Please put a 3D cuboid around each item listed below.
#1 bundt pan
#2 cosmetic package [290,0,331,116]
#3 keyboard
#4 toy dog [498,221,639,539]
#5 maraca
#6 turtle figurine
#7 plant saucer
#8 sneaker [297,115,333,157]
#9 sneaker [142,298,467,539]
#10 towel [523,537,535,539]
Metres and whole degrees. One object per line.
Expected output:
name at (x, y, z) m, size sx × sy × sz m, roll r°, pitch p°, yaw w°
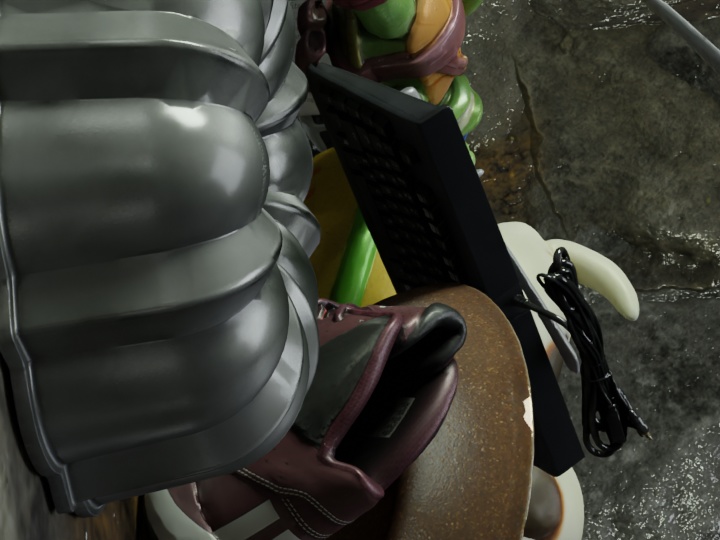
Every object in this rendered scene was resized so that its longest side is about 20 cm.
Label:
bundt pan at (-0.056, -0.030, 0.743) m, size 0.202 × 0.075 × 0.204 m, roll -5°, pitch 90°, yaw -84°
cosmetic package at (-0.015, -0.178, 1.161) m, size 0.085 × 0.107 × 0.202 m, roll -81°, pitch 167°, yaw -73°
keyboard at (0.048, 0.011, 0.961) m, size 0.021 × 0.127 × 0.201 m, roll -46°, pitch 136°, yaw -22°
toy dog at (0.055, 0.082, 1.300) m, size 0.140 × 0.192 × 0.201 m, roll 99°, pitch -15°, yaw -54°
maraca at (0.000, 0.000, 1.119) m, size 0.200 × 0.106 × 0.138 m, roll -71°, pitch 180°, yaw -69°
turtle figurine at (0.050, -0.106, 0.985) m, size 0.200 × 0.144 × 0.194 m, roll 43°, pitch -11°, yaw 41°
plant saucer at (-0.007, 0.095, 0.929) m, size 0.200 × 0.036 × 0.202 m, roll -44°, pitch -144°, yaw 44°
sneaker at (-0.021, -0.150, 1.258) m, size 0.080 × 0.073 × 0.202 m, roll -84°, pitch 169°, yaw -74°
sneaker at (-0.010, 0.022, 0.889) m, size 0.076 × 0.115 × 0.201 m, roll 40°, pitch 34°, yaw -35°
towel at (0.044, 0.152, 1.094) m, size 0.133 × 0.199 × 0.035 m, roll -83°, pitch -165°, yaw -67°
